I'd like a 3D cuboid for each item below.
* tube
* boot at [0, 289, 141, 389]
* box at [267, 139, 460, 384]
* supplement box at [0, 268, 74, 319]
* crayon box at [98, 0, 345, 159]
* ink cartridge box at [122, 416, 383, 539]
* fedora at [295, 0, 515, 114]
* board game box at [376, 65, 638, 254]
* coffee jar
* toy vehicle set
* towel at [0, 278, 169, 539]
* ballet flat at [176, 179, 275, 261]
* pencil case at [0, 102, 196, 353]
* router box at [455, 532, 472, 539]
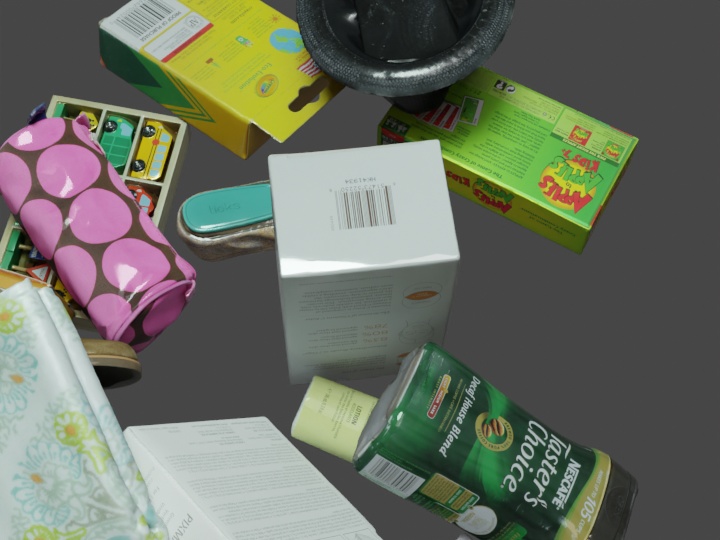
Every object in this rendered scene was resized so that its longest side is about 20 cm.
[{"bbox_3d":[0.047,0.139,0.931,0.199,0.052,0.058,23,104,2],"label":"tube"},{"bbox_3d":[-0.248,0.044,0.866,0.198,0.074,0.076,5,65,9],"label":"boot"},{"bbox_3d":[0.000,0.000,0.911,0.123,0.200,0.098,-6,64,-4],"label":"box"},{"bbox_3d":[-0.289,0.101,0.919,0.068,0.067,0.201,19,73,11],"label":"supplement box"},{"bbox_3d":[-0.113,-0.180,1.067,0.199,0.051,0.127,34,55,15],"label":"crayon box"},{"bbox_3d":[-0.060,0.181,0.835,0.200,0.161,0.050,43,108,27],"label":"ink cartridge box"},{"bbox_3d":[0.041,-0.204,1.021,0.199,0.092,0.202,-5,58,8],"label":"fedora"},{"bbox_3d":[0.125,-0.106,1.050,0.199,0.048,0.102,27,67,13],"label":"board game box"},{"bbox_3d":[0.101,0.145,0.870,0.199,0.085,0.105,33,48,-4],"label":"coffee jar"},{"bbox_3d":[-0.227,-0.049,1.028,0.123,0.027,0.201,10,64,4],"label":"toy vehicle set"},{"bbox_3d":[-0.236,0.127,0.793,0.170,0.048,0.201,-28,84,17],"label":"towel"},{"bbox_3d":[-0.052,-0.047,1.008,0.198,0.067,0.068,-7,58,-5],"label":"ballet flat"},{"bbox_3d":[-0.207,-0.032,0.960,0.093,0.091,0.200,-31,71,-22],"label":"pencil case"},{"bbox_3d":[0.066,0.317,0.842,0.200,0.049,0.179,-41,71,-18],"label":"router box"}]
